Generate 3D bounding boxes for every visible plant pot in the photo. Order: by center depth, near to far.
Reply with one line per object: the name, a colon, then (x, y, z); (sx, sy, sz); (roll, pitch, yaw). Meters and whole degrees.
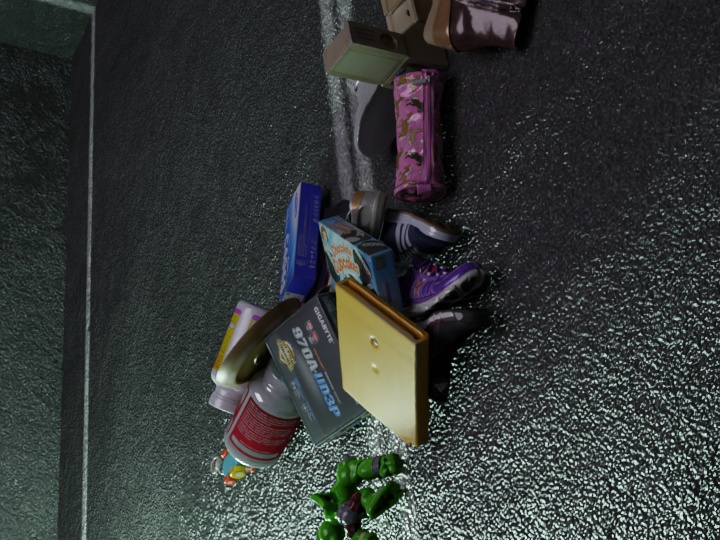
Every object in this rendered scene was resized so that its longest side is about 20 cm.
plant pot: (-0.167, 0.130, 1.743); (0.027, 0.200, 0.200); (41, 126, 14)

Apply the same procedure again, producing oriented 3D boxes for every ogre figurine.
ogre figurine: (-0.007, 0.356, 1.495); (0.120, 0.098, 0.201); (18, 109, 50)

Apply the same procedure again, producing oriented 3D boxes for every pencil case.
pencil case: (0.089, -0.198, 1.496); (0.083, 0.086, 0.201); (-7, 74, 28)

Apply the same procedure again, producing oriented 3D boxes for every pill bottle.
pill bottle: (-0.158, 0.245, 1.784); (0.200, 0.112, 0.112); (-61, 34, 32)
pill bottle: (-0.213, 0.164, 1.881); (0.104, 0.104, 0.201); (15, 84, 61)

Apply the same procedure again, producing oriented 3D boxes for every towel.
towel: (-0.046, 0.033, 1.737); (0.200, 0.023, 0.145); (24, 101, 59)

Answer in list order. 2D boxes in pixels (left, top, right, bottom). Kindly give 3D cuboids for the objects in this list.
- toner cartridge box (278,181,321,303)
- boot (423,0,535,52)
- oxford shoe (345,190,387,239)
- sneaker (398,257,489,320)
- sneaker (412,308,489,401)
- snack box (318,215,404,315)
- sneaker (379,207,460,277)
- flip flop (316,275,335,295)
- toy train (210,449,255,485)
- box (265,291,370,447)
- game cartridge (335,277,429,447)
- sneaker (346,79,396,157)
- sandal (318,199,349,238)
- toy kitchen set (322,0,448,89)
toner cartridge box: (-0.107, -0.048, 1.802); (0.095, 0.043, 0.201); (125, 152, -54)
boot: (0.179, -0.400, 1.409); (0.166, 0.072, 0.201); (12, 88, 40)
oxford shoe: (0.002, -0.059, 1.558); (0.200, 0.058, 0.075); (98, -176, -58)
sneaker: (0.099, 0.017, 1.395); (0.200, 0.080, 0.084); (-25, 78, 57)
sneaker: (0.119, 0.117, 1.372); (0.200, 0.075, 0.116); (150, 116, -65)
snack box: (0.000, 0.000, 1.469); (0.200, 0.037, 0.117); (-145, 39, -61)
sneaker: (0.078, -0.026, 1.473); (0.200, 0.070, 0.109); (25, 99, 68)
flip flop: (-0.050, 0.053, 1.656); (0.081, 0.057, 0.201); (13, 94, 60)
toy train: (-0.229, 0.313, 1.961); (0.150, 0.055, 0.201); (23, 99, 62)
box: (-0.057, 0.158, 1.605); (0.159, 0.046, 0.201); (-39, 71, 41)
game cartridge: (0.032, 0.131, 1.411); (0.176, 0.032, 0.201); (36, 142, 40)
sneaker: (0.019, -0.277, 1.664); (0.115, 0.073, 0.201); (3, 75, 63)
sandal: (-0.032, -0.079, 1.728); (0.075, 0.045, 0.200); (-68, 14, -3)
toy kitchen set: (0.049, -0.406, 1.521); (0.163, 0.180, 0.201); (-41, 52, 48)
